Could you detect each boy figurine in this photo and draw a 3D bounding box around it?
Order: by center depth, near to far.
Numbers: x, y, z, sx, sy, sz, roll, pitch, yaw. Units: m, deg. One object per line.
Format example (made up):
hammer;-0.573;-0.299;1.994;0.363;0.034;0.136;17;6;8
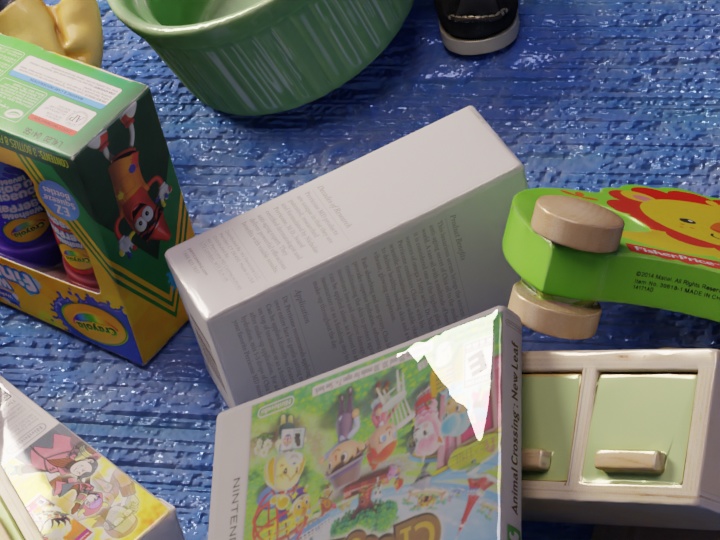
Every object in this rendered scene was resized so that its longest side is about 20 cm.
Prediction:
boy figurine;-0.210;-0.140;1.527;0.124;0.200;0.064;-41;17;11

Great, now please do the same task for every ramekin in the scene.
ramekin;-0.058;-0.196;1.573;0.199;0.098;0.201;-18;44;18

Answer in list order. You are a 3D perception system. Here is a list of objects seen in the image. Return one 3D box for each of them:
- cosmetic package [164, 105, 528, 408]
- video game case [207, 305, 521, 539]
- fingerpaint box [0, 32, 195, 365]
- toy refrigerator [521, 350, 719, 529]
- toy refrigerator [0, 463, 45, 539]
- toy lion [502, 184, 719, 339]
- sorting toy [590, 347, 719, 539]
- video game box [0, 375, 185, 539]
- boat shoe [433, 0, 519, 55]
cosmetic package;0.000;0.000;1.382;0.199;0.102;0.071;-25;43;-10
video game case;-0.002;0.128;1.219;0.199;0.022;0.183;-22;52;35
fingerpaint box;-0.200;-0.052;1.447;0.199;0.167;0.073;22;53;32
toy refrigerator;0.110;0.084;1.214;0.199;0.070;0.076;-2;73;45
toy refrigerator;-0.197;0.155;1.245;0.076;0.070;0.200;-28;46;-12
toy lion;0.171;-0.010;1.303;0.199;0.069;0.192;11;17;-8
sorting toy;0.213;0.133;1.236;0.184;0.037;0.201;4;52;21
video game box;-0.224;0.161;1.327;0.200;0.047;0.182;-39;46;-22
boat shoe;0.065;-0.229;1.620;0.071;0.068;0.201;-16;42;3
